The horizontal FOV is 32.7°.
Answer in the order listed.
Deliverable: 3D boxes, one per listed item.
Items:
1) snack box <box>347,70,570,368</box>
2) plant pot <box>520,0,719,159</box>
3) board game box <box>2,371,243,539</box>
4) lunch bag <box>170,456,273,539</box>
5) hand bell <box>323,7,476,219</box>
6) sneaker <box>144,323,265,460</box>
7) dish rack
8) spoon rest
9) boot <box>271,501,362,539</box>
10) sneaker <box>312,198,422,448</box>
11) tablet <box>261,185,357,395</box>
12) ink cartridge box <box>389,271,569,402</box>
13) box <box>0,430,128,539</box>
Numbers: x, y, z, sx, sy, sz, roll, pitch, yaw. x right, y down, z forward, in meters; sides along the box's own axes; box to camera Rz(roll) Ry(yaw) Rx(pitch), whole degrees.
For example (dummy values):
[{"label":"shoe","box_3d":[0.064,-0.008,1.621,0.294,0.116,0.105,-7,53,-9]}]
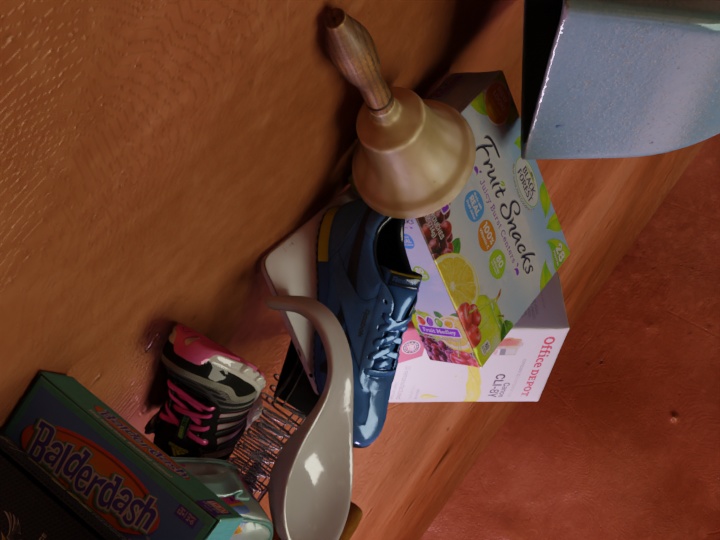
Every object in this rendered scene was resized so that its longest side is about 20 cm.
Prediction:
[{"label":"snack box","box_3d":[0.093,-0.047,1.084,0.169,0.067,0.202,-46,125,-34]},{"label":"plant pot","box_3d":[0.248,-0.216,1.026,0.197,0.197,0.198,97,-2,-59]},{"label":"board game box","box_3d":[-0.187,0.188,0.748,0.201,0.151,0.045,-55,162,2]},{"label":"lunch bag","box_3d":[-0.164,0.202,0.876,0.199,0.077,0.161,15,114,-51]},{"label":"hand bell","box_3d":[0.011,-0.126,0.887,0.105,0.104,0.200,-53,152,-7]},{"label":"sneaker","box_3d":[-0.122,0.107,0.926,0.088,0.073,0.200,-57,170,-17]},{"label":"dish rack","box_3d":[-0.085,0.151,1.093,0.201,0.054,0.154,-55,-174,16]},{"label":"spoon rest","box_3d":[-0.036,0.119,0.937,0.099,0.060,0.203,-3,89,-59]},{"label":"boot","box_3d":[-0.043,0.239,0.974,0.144,0.071,0.200,-42,-158,-29]},{"label":"sneaker","box_3d":[0.009,0.042,0.984,0.066,0.078,0.203,1,88,-50]},{"label":"tablet","box_3d":[0.000,0.000,1.043,0.200,0.014,0.131,-41,117,-42]},{"label":"ink cartridge box","box_3d":[0.107,0.070,1.305,0.146,0.197,0.084,102,-15,-51]},{"label":"box","box_3d":[-0.219,0.212,0.689,0.201,0.157,0.051,-52,163,-8]}]
